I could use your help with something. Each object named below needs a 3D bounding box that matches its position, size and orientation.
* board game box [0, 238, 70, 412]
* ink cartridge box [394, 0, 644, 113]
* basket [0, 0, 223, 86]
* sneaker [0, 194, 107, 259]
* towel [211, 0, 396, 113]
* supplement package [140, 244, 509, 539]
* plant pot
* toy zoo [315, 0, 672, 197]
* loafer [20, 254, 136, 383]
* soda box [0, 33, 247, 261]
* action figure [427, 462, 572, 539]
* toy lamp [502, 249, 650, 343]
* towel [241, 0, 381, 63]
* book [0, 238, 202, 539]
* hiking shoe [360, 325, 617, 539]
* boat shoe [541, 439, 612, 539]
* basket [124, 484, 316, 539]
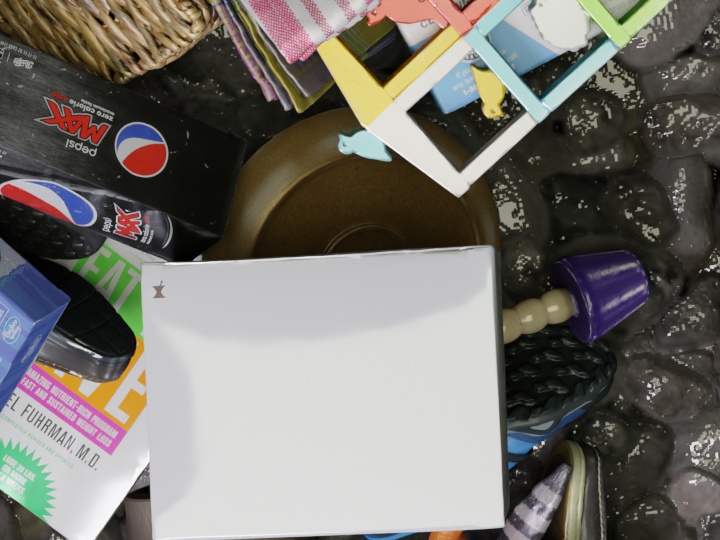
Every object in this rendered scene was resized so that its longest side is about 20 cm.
[{"bbox_3d":[-0.296,0.027,1.352,0.199,0.043,0.200,41,123,8],"label":"board game box"},{"bbox_3d":[0.063,-0.220,1.317,0.146,0.146,0.201,-28,101,5],"label":"ink cartridge box"},{"bbox_3d":[-0.154,-0.221,1.355,0.142,0.149,0.201,-25,104,38],"label":"basket"},{"bbox_3d":[-0.232,-0.084,1.370,0.199,0.072,0.083,30,63,-7],"label":"sneaker"},{"bbox_3d":[-0.053,-0.200,1.329,0.023,0.143,0.201,-22,100,37],"label":"towel"},{"bbox_3d":[-0.017,0.069,1.289,0.198,0.111,0.157,-3,89,5],"label":"supplement package"},{"bbox_3d":[0.000,0.000,1.391,0.198,0.027,0.202,-7,111,-19],"label":"plant pot"},{"bbox_3d":[0.061,-0.135,1.249,0.200,0.020,0.131,-42,100,8],"label":"toy zoo"},{"bbox_3d":[-0.225,0.027,1.382,0.199,0.073,0.073,26,115,21],"label":"loafer"},{"bbox_3d":[-0.170,-0.074,1.313,0.199,0.063,0.071,23,64,-20],"label":"soda box"},{"bbox_3d":[0.100,0.220,1.407,0.199,0.105,0.194,27,136,7],"label":"action figure"},{"bbox_3d":[0.084,0.037,1.391,0.199,0.058,0.059,-21,102,-12],"label":"toy lamp"},{"bbox_3d":[-0.003,-0.227,1.215,0.199,0.030,0.147,-37,87,8],"label":"towel"},{"bbox_3d":[-0.168,0.056,1.427,0.133,0.048,0.201,35,100,-2],"label":"book"},{"bbox_3d":[0.073,0.103,1.434,0.199,0.075,0.087,-27,147,-11],"label":"hiking shoe"},{"bbox_3d":[0.149,0.201,1.454,0.064,0.073,0.202,-3,111,-7],"label":"boat shoe"},{"bbox_3d":[-0.076,0.229,1.412,0.135,0.180,0.202,-10,91,1],"label":"basket"}]
